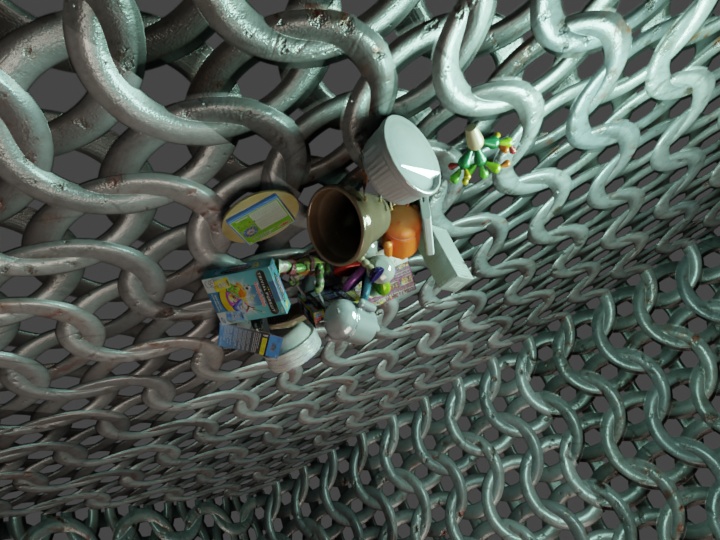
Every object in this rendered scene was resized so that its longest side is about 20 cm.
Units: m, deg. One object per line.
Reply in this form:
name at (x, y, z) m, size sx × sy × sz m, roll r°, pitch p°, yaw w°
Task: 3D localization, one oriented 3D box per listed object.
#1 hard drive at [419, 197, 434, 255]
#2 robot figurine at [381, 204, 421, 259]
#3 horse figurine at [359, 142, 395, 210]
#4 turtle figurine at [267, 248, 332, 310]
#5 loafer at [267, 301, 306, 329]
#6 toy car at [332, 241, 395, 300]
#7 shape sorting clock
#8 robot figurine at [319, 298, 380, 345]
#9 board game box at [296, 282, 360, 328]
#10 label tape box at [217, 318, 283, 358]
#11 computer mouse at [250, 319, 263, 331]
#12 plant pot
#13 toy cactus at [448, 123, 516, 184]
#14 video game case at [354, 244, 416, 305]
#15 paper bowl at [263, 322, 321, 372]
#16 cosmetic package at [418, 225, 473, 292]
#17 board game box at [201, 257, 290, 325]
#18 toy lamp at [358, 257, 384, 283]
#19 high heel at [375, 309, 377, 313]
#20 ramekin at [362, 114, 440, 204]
hard drive at (0.186, -0.149, 1.581) m, size 0.026 × 0.134 × 0.201 m, roll -8°, pitch 153°, yaw 6°
robot figurine at (0.119, -0.115, 1.607) m, size 0.141 × 0.118 × 0.201 m, roll -16°, pitch 152°, yaw -9°
horse figurine at (0.051, -0.226, 1.382) m, size 0.049 × 0.135 × 0.199 m, roll -13°, pitch 169°, yaw 33°
turtle figurine at (-0.171, 0.033, 1.582) m, size 0.191 × 0.145 × 0.202 m, roll 9°, pitch 120°, yaw -32°
loafer at (-0.241, 0.155, 1.819) m, size 0.197 × 0.076 × 0.069 m, roll -12°, pitch 144°, yaw -24°
toy car at (0.000, 0.000, 1.600) m, size 0.149 × 0.201 × 0.175 m, roll -31°, pitch 167°, yaw -18°
shape sorting clock at (-0.246, -0.133, 1.368) m, size 0.197 × 0.040 × 0.201 m, roll -20°, pitch 152°, yaw -11°
robot figurine at (-0.029, 0.148, 1.585) m, size 0.170 × 0.113 × 0.199 m, roll -48°, pitch 142°, yaw 15°
board game box at (-0.096, 0.106, 1.738) m, size 0.162 × 0.200 × 0.058 m, roll -13°, pitch 108°, yaw -18°
label tape box at (-0.341, 0.197, 1.738) m, size 0.196 × 0.064 × 0.145 m, roll 14°, pitch 142°, yaw -9°
computer mouse at (-0.308, 0.068, 1.584) m, size 0.052 × 0.140 × 0.202 m, roll -7°, pitch 138°, yaw -26°
plant pot at (-0.012, -0.127, 1.428) m, size 0.173 × 0.202 × 0.201 m, roll -19°, pitch 157°, yaw -47°
toy cactus at (0.311, -0.317, 1.466) m, size 0.197 × 0.103 × 0.166 m, roll -25°, pitch 133°, yaw 7°
video game case at (0.065, 0.015, 1.769) m, size 0.197 × 0.036 × 0.184 m, roll -22°, pitch 117°, yaw -5°
paper bowl at (-0.240, 0.244, 1.880) m, size 0.198 × 0.201 × 0.106 m, roll -24°, pitch 107°, yaw 8°
cosmetic package at (0.260, -0.038, 1.756) m, size 0.090 × 0.203 × 0.106 m, roll -39°, pitch 151°, yaw 30°
board game box at (-0.307, 0.060, 1.499) m, size 0.196 × 0.047 × 0.153 m, roll -11°, pitch 119°, yaw 13°
toy lamp at (-0.019, -0.055, 1.512) m, size 0.058 × 0.200 × 0.058 m, roll -42°, pitch 167°, yaw -12°
high heel at (0.060, 0.068, 1.834) m, size 0.070 × 0.144 × 0.200 m, roll 2°, pitch 143°, yaw -39°
ramekin at (0.090, -0.246, 1.285) m, size 0.200 × 0.206 × 0.094 m, roll 9°, pitch 150°, yaw -46°
